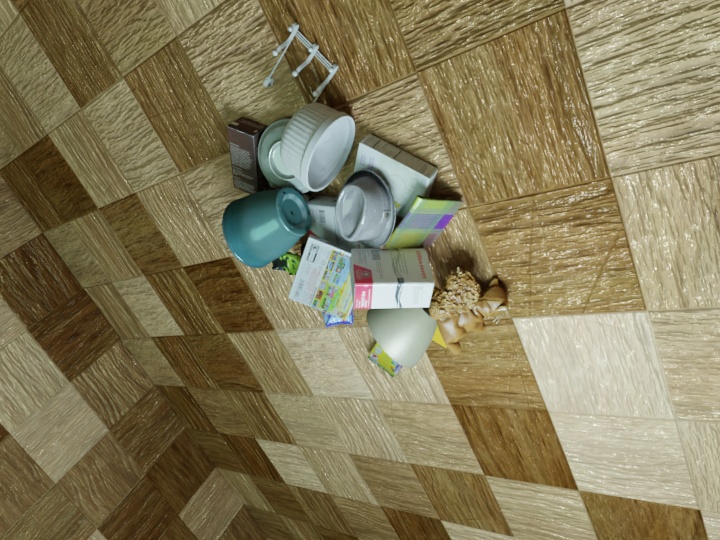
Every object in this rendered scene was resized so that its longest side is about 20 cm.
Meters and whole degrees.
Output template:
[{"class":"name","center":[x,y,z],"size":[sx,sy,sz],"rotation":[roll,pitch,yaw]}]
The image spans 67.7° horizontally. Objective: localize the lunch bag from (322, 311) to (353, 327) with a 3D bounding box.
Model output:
[{"class":"lunch bag","center":[-0.068,0.041,1.589],"size":[0.092,0.152,0.203],"rotation":[-5,135,-16]}]

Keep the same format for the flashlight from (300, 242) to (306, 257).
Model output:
[{"class":"flashlight","center":[-0.140,-0.006,1.585],"size":[0.066,0.202,0.069],"rotation":[1,129,-14]}]

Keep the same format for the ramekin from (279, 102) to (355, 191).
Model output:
[{"class":"ramekin","center":[-0.109,-0.309,1.311],"size":[0.104,0.200,0.203],"rotation":[32,138,15]}]

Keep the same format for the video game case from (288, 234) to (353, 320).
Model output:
[{"class":"video game case","center":[-0.086,0.022,1.460],"size":[0.178,0.023,0.203],"rotation":[21,117,-5]}]

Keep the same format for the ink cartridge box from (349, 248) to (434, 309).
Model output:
[{"class":"ink cartridge box","center":[0.075,0.018,1.354],"size":[0.194,0.146,0.086],"rotation":[0,129,-6]}]

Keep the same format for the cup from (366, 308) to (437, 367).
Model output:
[{"class":"cup","center":[0.133,0.142,1.482],"size":[0.200,0.201,0.143],"rotation":[45,109,-4]}]

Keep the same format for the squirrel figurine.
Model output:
[{"class":"squirrel figurine","center":[0.276,0.088,1.360],"size":[0.183,0.144,0.200],"rotation":[-22,136,22]}]

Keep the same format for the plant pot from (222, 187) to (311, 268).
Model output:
[{"class":"plant pot","center":[-0.243,-0.132,1.463],"size":[0.185,0.201,0.202],"rotation":[-20,112,35]}]

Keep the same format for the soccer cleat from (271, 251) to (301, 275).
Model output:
[{"class":"soccer cleat","center":[-0.200,-0.031,1.568],"size":[0.199,0.082,0.066],"rotation":[9,119,58]}]

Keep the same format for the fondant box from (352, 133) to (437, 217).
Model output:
[{"class":"fondant box","center":[0.079,-0.227,1.337],"size":[0.197,0.058,0.146],"rotation":[30,137,15]}]

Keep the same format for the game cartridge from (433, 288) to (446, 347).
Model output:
[{"class":"game cartridge","center":[0.194,0.117,1.558],"size":[0.197,0.033,0.178],"rotation":[29,136,12]}]

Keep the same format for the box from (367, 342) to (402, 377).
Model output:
[{"class":"box","center":[0.103,0.258,1.729],"size":[0.116,0.048,0.201],"rotation":[36,136,6]}]

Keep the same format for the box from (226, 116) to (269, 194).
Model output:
[{"class":"box","center":[-0.319,-0.325,1.550],"size":[0.098,0.075,0.203],"rotation":[24,137,20]}]

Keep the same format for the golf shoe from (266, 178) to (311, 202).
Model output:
[{"class":"golf shoe","center":[-0.189,-0.220,1.544],"size":[0.093,0.079,0.202],"rotation":[-13,124,35]}]

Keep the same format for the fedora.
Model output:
[{"class":"fedora","center":[-0.003,-0.142,1.324],"size":[0.175,0.090,0.204],"rotation":[35,126,25]}]

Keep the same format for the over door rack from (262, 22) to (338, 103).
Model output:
[{"class":"over door rack","center":[-0.155,-0.469,1.309],"size":[0.148,0.067,0.200],"rotation":[45,138,-2]}]

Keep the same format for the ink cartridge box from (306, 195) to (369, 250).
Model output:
[{"class":"ink cartridge box","center":[-0.048,-0.120,1.487],"size":[0.196,0.083,0.148],"rotation":[10,119,32]}]

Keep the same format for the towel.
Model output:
[{"class":"towel","center":[0.153,-0.116,1.334],"size":[0.201,0.140,0.023],"rotation":[-56,43,49]}]

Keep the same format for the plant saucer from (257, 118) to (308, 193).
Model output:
[{"class":"plant saucer","center":[-0.190,-0.299,1.437],"size":[0.195,0.050,0.205],"rotation":[5,114,12]}]
